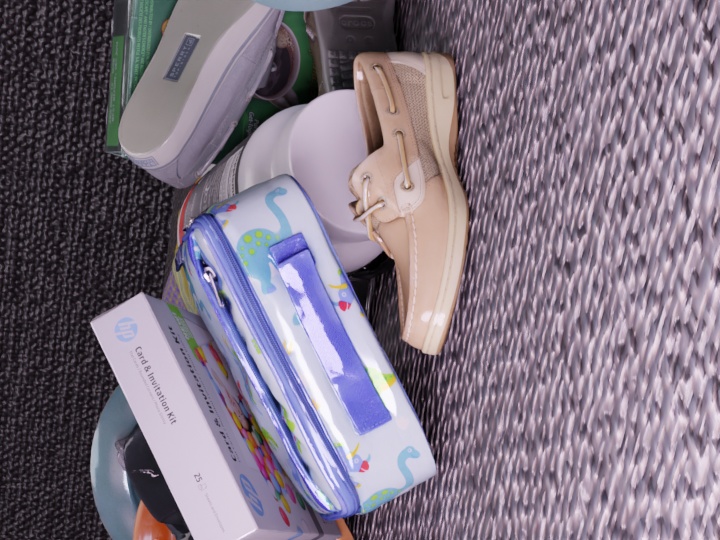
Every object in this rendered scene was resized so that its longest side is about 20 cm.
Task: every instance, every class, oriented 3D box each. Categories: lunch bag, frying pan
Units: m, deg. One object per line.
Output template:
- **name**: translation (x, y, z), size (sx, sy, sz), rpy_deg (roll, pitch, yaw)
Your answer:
- **lunch bag**: translation (-0.034, 0.047, 1.161), size (0.201, 0.082, 0.161), rpy_deg (63, 169, -1)
- **frying pan**: translation (-0.002, 0.017, 1.402), size (0.190, 0.031, 0.115), rpy_deg (-113, 28, -77)

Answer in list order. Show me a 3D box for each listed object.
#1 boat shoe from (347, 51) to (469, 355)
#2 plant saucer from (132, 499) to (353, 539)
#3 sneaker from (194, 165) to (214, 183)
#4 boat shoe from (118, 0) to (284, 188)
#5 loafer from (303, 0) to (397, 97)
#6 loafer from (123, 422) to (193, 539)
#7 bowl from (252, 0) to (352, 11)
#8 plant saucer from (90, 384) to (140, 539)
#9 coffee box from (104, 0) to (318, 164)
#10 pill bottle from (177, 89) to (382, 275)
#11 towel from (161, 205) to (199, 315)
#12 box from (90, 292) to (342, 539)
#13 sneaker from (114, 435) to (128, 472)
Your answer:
- **boat shoe**: translation (0.023, -0.041, 1.147), size (0.071, 0.064, 0.201), rpy_deg (108, 164, -54)
- **plant saucer**: translation (-0.073, 0.213, 1.364), size (0.032, 0.200, 0.201), rpy_deg (-22, -53, -51)
- **sneaker**: translation (-0.065, -0.076, 1.540), size (0.088, 0.075, 0.200), rpy_deg (-53, 35, -1)
- **boat shoe**: translation (-0.097, -0.149, 1.388), size (0.201, 0.070, 0.072), rpy_deg (-61, -36, -12)
- **loafer**: translation (-0.012, -0.175, 1.396), size (0.070, 0.075, 0.201), rpy_deg (119, 154, -59)
- **loafer**: translation (-0.090, 0.173, 1.308), size (0.072, 0.073, 0.201), rpy_deg (-90, -21, -72)
- **bowl**: translation (-0.035, -0.252, 1.319), size (0.105, 0.200, 0.201), rpy_deg (71, -165, -56)
- **plant saucer**: translation (-0.136, 0.165, 1.689), size (0.027, 0.200, 0.201), rpy_deg (-4, 81, 55)
- **coffee box**: translation (-0.086, -0.136, 1.451), size (0.044, 0.199, 0.124), rpy_deg (13, 100, 62)
- **pill bottle**: translation (-0.040, -0.044, 1.319), size (0.200, 0.115, 0.116), rpy_deg (149, 126, -62)
- **towel**: translation (-0.129, 0.055, 1.496), size (0.200, 0.023, 0.144), rpy_deg (113, 145, -57)
- **box**: translation (-0.084, 0.101, 1.213), size (0.156, 0.041, 0.200), rpy_deg (63, -171, 15)
- **sneaker**: translation (-0.148, 0.111, 1.616), size (0.075, 0.113, 0.201), rpy_deg (132, 125, -73)
